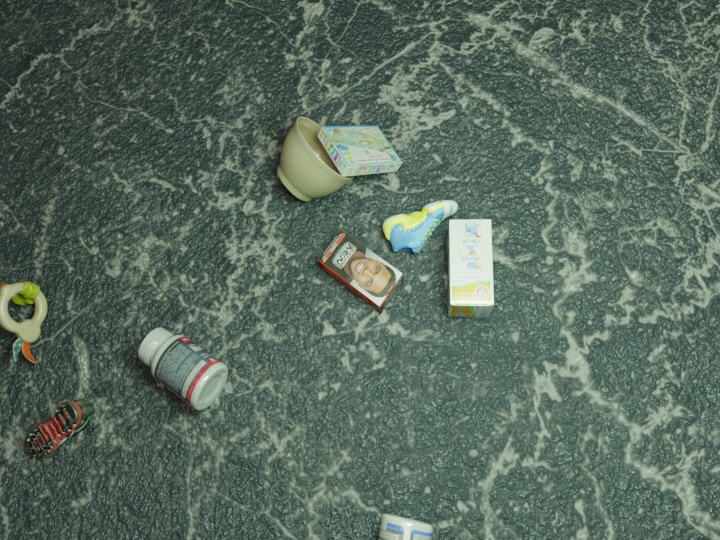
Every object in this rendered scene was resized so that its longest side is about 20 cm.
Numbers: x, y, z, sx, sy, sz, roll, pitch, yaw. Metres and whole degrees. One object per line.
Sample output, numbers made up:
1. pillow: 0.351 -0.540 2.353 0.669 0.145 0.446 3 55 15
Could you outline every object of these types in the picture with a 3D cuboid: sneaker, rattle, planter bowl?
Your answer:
1. sneaker: -0.707 0.372 1.402 0.199 0.098 0.072 -40 81 17
2. sneaker: 0.156 -0.099 1.457 0.194 0.076 0.109 -17 80 9
3. rattle: -0.887 0.136 1.512 0.138 0.130 0.208 -5 95 17
4. planter bowl: -0.128 -0.264 1.496 0.134 0.198 0.203 -41 68 22

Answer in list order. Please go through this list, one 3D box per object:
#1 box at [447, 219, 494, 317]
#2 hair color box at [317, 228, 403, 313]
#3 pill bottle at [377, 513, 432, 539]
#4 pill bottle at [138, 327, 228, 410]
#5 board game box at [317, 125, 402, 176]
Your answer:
1. box: 0.254 -0.002 1.379 0.098 0.113 0.207 0 71 6
2. hair color box: 0.000 0.000 1.441 0.197 0.062 0.102 35 77 17
3. pill bottle: 0.078 0.609 1.185 0.110 0.114 0.206 9 71 11
4. pill bottle: -0.420 0.224 1.387 0.196 0.120 0.121 30 76 16
5. board game box: 0.001 -0.307 1.500 0.196 0.034 0.136 -13 62 -42
